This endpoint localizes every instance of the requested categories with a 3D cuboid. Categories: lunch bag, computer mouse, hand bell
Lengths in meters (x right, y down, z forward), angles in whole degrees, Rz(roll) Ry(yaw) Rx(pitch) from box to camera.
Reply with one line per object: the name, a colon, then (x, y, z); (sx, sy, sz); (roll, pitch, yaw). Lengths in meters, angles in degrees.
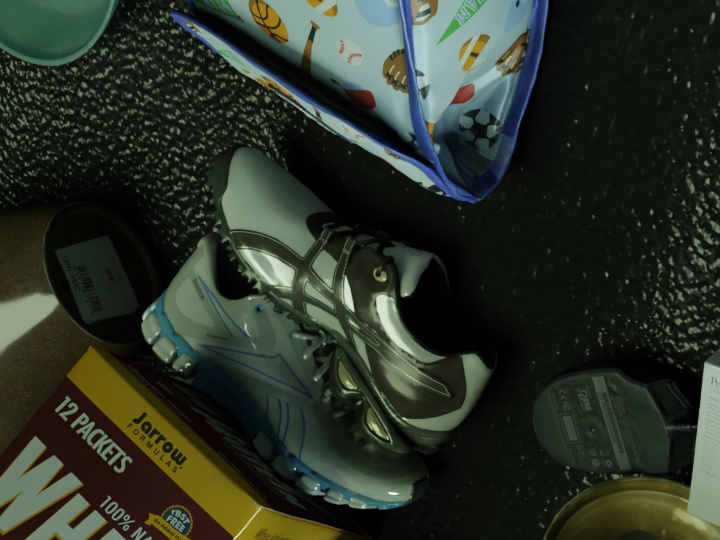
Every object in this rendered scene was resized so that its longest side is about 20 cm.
lunch bag: (-0.004, -0.138, 0.984); (0.170, 0.124, 0.200); (34, 149, 31)
computer mouse: (0.166, 0.068, 0.980); (0.200, 0.034, 0.059); (-2, 110, 41)
hand bell: (0.134, 0.199, 1.043); (0.104, 0.104, 0.200); (40, 153, 26)

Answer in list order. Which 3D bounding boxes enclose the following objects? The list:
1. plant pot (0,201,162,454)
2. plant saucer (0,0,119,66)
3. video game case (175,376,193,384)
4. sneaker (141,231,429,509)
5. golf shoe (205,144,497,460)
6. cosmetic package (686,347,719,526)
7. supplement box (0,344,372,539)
plant pot: (-0.223, 0.039, 1.288); (0.200, 0.187, 0.187); (-27, 90, 37)
plant saucer: (-0.193, -0.220, 1.207); (0.200, 0.036, 0.200); (24, 127, 37)
video game case: (-0.175, 0.175, 1.285); (0.023, 0.182, 0.200); (35, 133, 23)
sneaker: (-0.035, 0.052, 1.159); (0.200, 0.075, 0.087); (38, 117, 19)
golf shoe: (0.000, 0.000, 1.099); (0.094, 0.078, 0.200); (-43, 78, 32)
cosmetic package: (0.240, 0.095, 0.874); (0.200, 0.051, 0.083); (21, 127, 30)
supplement box: (-0.129, 0.173, 1.147); (0.133, 0.197, 0.200); (41, 92, 21)
